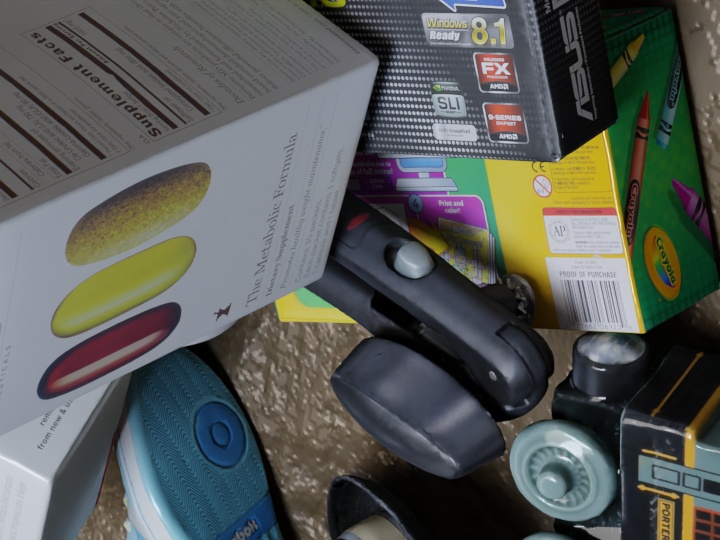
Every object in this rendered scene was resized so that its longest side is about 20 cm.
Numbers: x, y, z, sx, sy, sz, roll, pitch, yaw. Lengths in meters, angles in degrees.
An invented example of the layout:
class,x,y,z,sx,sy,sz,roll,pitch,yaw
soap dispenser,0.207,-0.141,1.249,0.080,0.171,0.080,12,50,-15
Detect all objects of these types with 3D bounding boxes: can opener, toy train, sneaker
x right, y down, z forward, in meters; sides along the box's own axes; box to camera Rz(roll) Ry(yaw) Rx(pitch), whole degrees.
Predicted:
class,x,y,z,sx,sy,sz,roll,pitch,yaw
can opener,0.000,0.000,1.191,0.200,0.078,0.064,43,141,30
toy train,0.124,0.119,1.202,0.114,0.085,0.201,14,122,26
sneaker,-0.100,0.136,1.410,0.130,0.079,0.201,-17,97,43

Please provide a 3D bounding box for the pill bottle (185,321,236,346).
class,x,y,z,sx,sy,sz,roll,pitch,yaw
pill bottle,-0.146,-0.012,1.357,0.199,0.116,0.116,-11,101,44

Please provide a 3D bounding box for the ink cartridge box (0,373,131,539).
class,x,y,z,sx,sy,sz,roll,pitch,yaw
ink cartridge box,-0.212,0.055,1.313,0.199,0.084,0.145,27,146,5

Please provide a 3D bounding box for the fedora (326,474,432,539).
class,x,y,z,sx,sy,sz,roll,pitch,yaw
fedora,0.000,0.195,1.292,0.201,0.091,0.201,56,160,33

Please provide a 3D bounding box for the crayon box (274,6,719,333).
class,x,y,z,sx,sy,sz,roll,pitch,yaw
crayon box,0.042,-0.041,1.218,0.199,0.058,0.119,1,109,41

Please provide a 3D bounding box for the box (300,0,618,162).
class,x,y,z,sx,sy,sz,roll,pitch,yaw
box,-0.005,-0.127,1.141,0.199,0.044,0.161,6,117,38

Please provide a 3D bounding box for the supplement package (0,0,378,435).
class,x,y,z,sx,sy,sz,roll,pitch,yaw
supplement package,-0.107,-0.034,1.100,0.109,0.200,0.114,38,133,27
